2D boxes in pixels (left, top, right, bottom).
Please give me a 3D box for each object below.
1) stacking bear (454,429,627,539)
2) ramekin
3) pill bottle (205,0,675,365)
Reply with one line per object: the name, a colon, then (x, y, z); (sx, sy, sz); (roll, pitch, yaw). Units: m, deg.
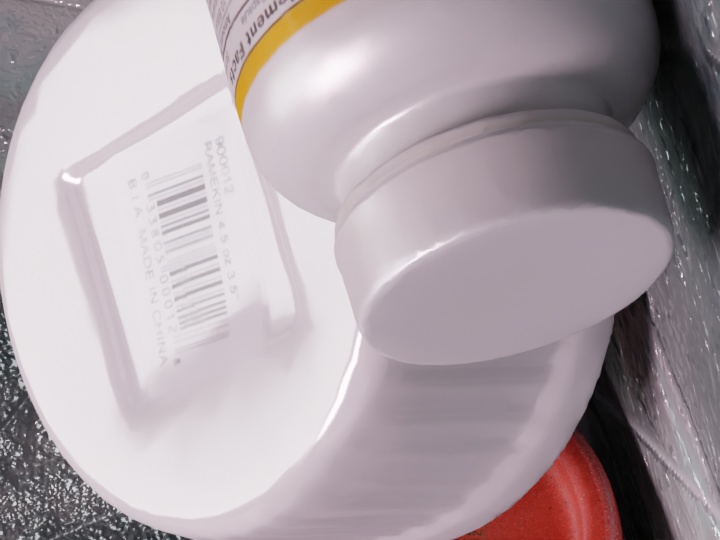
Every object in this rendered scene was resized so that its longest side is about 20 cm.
stacking bear: (0.062, 0.153, 1.021); (0.114, 0.121, 0.200); (-73, -30, -41)
ramekin: (-0.025, -0.008, 0.888); (0.200, 0.097, 0.201); (1, 92, 44)
pill bottle: (0.014, -0.082, 0.741); (0.113, 0.112, 0.201); (83, 172, -65)
